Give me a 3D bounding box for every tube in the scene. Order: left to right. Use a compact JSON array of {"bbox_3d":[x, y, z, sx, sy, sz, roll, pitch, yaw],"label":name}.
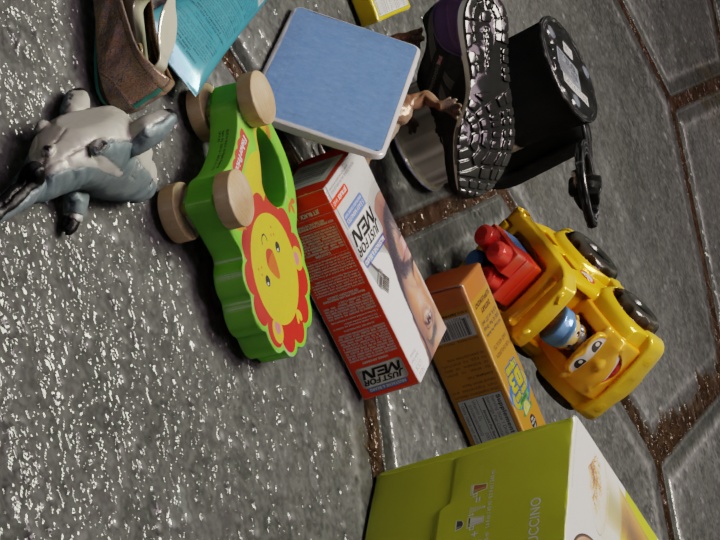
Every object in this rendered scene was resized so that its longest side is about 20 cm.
[{"bbox_3d":[-0.126,-0.219,1.604,0.077,0.050,0.200,47,33,-10],"label":"tube"}]

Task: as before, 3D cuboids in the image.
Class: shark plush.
[{"bbox_3d":[-0.194,-0.063,1.335,0.200,0.091,0.083,-56,154,-66],"label":"shark plush"}]

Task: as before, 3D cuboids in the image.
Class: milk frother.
[{"bbox_3d":[0.146,-0.122,1.913,0.181,0.188,0.200,51,29,-29],"label":"milk frother"}]

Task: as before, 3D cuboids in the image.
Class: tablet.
[{"bbox_3d":[-0.022,-0.173,1.724,0.200,0.130,0.014,-71,180,-52],"label":"tablet"}]

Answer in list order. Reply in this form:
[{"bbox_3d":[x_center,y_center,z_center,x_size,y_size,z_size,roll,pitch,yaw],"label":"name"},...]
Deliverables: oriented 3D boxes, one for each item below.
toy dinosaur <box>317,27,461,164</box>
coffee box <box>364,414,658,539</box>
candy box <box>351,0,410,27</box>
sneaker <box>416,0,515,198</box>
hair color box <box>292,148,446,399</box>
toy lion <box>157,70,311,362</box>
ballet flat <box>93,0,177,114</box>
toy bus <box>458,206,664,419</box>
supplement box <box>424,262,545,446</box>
[{"bbox_3d":[0.004,-0.178,1.814,0.135,0.086,0.200,2,52,-32],"label":"toy dinosaur"},{"bbox_3d":[0.130,0.278,1.608,0.198,0.200,0.200,55,29,-31],"label":"coffee box"},{"bbox_3d":[-0.009,-0.355,1.962,0.102,0.026,0.200,-34,104,-62],"label":"candy box"},{"bbox_3d":[0.098,-0.170,1.856,0.076,0.088,0.200,3,89,-40],"label":"sneaker"},{"bbox_3d":[0.000,0.000,1.694,0.200,0.064,0.111,64,25,-18],"label":"hair color box"},{"bbox_3d":[-0.087,-0.034,1.548,0.200,0.069,0.192,-82,151,-45],"label":"toy lion"},{"bbox_3d":[-0.176,-0.218,1.470,0.068,0.067,0.200,20,55,-60],"label":"ballet flat"},{"bbox_3d":[0.188,0.031,1.927,0.192,0.136,0.200,31,19,-49],"label":"toy bus"},{"bbox_3d":[0.120,0.098,1.872,0.200,0.069,0.067,68,27,-14],"label":"supplement box"}]
